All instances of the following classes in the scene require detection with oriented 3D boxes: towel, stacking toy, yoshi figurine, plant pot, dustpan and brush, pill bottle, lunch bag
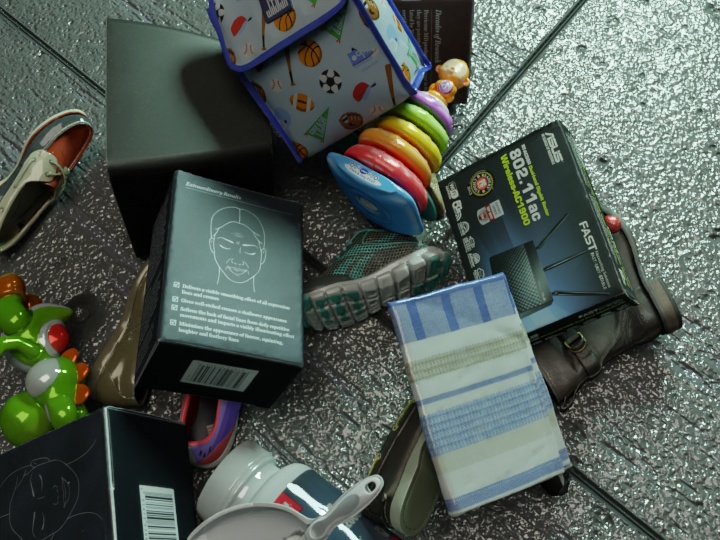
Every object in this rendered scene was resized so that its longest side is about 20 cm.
[{"bbox_3d":[0.111,0.112,0.769,0.144,0.024,0.204,-13,80,-28],"label":"towel"},{"bbox_3d":[0.062,-0.153,0.905,0.115,0.110,0.202,30,79,21],"label":"stacking toy"},{"bbox_3d":[-0.367,0.110,0.893,0.111,0.113,0.201,-5,46,-43],"label":"yoshi figurine"},{"bbox_3d":[-0.191,-0.153,0.958,0.173,0.200,0.204,-4,65,-7],"label":"plant pot"},{"bbox_3d":[-0.055,0.239,0.703,0.199,0.057,0.140,-38,71,2],"label":"dustpan and brush"},{"bbox_3d":[-0.058,0.261,0.794,0.198,0.120,0.120,33,73,18],"label":"pill bottle"},{"bbox_3d":[-0.048,-0.245,0.871,0.168,0.202,0.124,-24,21,25],"label":"lunch bag"}]

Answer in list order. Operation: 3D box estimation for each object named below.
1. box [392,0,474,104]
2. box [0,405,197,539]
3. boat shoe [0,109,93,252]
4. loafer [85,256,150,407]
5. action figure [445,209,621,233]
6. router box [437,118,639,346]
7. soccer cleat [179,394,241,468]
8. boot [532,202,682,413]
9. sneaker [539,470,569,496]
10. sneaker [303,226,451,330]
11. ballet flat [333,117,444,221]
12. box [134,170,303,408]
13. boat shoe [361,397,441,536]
[{"bbox_3d":[0.038,-0.321,1.006,0.195,0.165,0.169,0,57,5],"label":"box"},{"bbox_3d":[-0.263,0.262,0.777,0.194,0.124,0.204,-23,64,21],"label":"box"},{"bbox_3d":[-0.397,-0.111,1.014,0.062,0.071,0.201,34,79,34],"label":"boat shoe"},{"bbox_3d":[-0.233,0.065,0.926,0.066,0.076,0.203,22,80,14],"label":"loafer"},{"bbox_3d":[0.194,-0.065,0.920,0.197,0.052,0.067,13,74,36],"label":"action figure"},{"bbox_3d":[0.180,-0.032,0.856,0.148,0.062,0.204,-26,67,24],"label":"router box"},{"bbox_3d":[-0.152,0.109,0.894,0.067,0.073,0.204,9,68,9],"label":"soccer cleat"},{"bbox_3d":[0.232,0.031,0.899,0.172,0.069,0.202,-28,59,2],"label":"boot"},{"bbox_3d":[0.136,0.157,0.857,0.089,0.070,0.202,-35,67,7],"label":"sneaker"},{"bbox_3d":[0.000,0.000,0.938,0.196,0.078,0.092,-18,54,-10],"label":"sneaker"},{"bbox_3d":[0.041,-0.140,0.993,0.200,0.071,0.065,43,59,17],"label":"ballet flat"},{"bbox_3d":[-0.143,0.021,0.854,0.146,0.107,0.203,13,54,-22],"label":"box"},{"bbox_3d":[0.063,0.152,0.795,0.060,0.072,0.203,6,53,40],"label":"boat shoe"}]
